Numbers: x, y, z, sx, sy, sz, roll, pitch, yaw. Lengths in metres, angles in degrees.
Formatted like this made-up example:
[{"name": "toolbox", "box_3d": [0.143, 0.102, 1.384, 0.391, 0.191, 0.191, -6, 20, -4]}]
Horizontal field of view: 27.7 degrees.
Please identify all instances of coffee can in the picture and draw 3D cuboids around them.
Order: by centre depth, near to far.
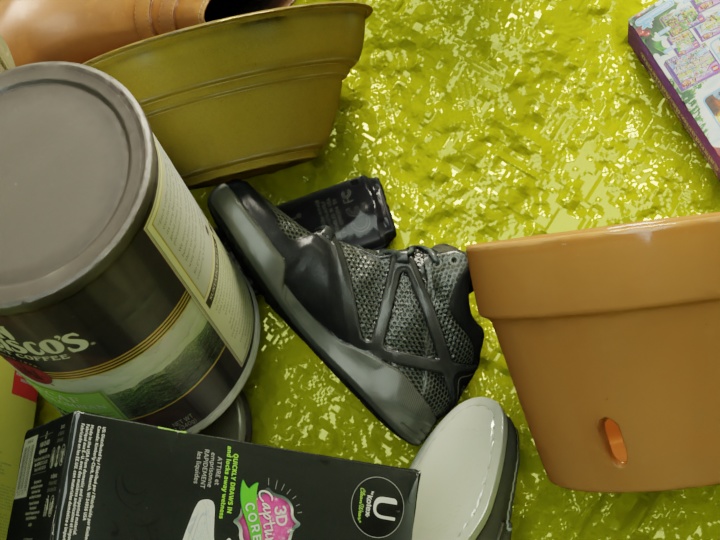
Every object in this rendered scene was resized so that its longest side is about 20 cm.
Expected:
[{"name": "coffee can", "box_3d": [-0.153, -0.001, 0.836, 0.144, 0.200, 0.148, -6, 61, 12]}]

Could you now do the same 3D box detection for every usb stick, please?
[{"name": "usb stick", "box_3d": [-0.075, -0.009, 0.956, 0.198, 0.033, 0.056, -20, 66, 6]}]

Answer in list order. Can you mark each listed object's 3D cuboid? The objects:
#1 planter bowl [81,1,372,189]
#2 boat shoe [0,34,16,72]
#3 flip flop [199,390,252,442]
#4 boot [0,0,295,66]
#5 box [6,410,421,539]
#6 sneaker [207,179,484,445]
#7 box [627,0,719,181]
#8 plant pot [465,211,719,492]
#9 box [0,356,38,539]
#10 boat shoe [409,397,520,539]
[{"name": "planter bowl", "box_3d": [-0.079, -0.100, 0.909, 0.198, 0.200, 0.085, -14, 92, 7]}, {"name": "boat shoe", "box_3d": [-0.224, -0.075, 0.913, 0.070, 0.201, 0.065, -15, 53, 11]}, {"name": "flip flop", "box_3d": [-0.159, 0.129, 0.921, 0.198, 0.058, 0.082, -23, 70, 7]}, {"name": "boot", "box_3d": [-0.145, -0.157, 0.934, 0.199, 0.078, 0.154, -33, 36, -33]}, {"name": "box", "box_3d": [-0.088, 0.159, 0.814, 0.198, 0.148, 0.126, 13, 76, -20]}, {"name": "sneaker", "box_3d": [0.000, 0.000, 0.902, 0.199, 0.076, 0.114, 44, 82, -1]}, {"name": "box", "box_3d": [0.287, -0.148, 0.917, 0.199, 0.039, 0.138, -30, 72, 2]}, {"name": "plant pot", "box_3d": [0.166, 0.043, 0.823, 0.197, 0.200, 0.142, -8, 90, 9]}, {"name": "box", "box_3d": [-0.247, 0.075, 0.939, 0.074, 0.050, 0.203, -9, 67, 29]}, {"name": "boat shoe", "box_3d": [0.054, 0.178, 0.869, 0.072, 0.060, 0.204, 4, 71, 50]}]
